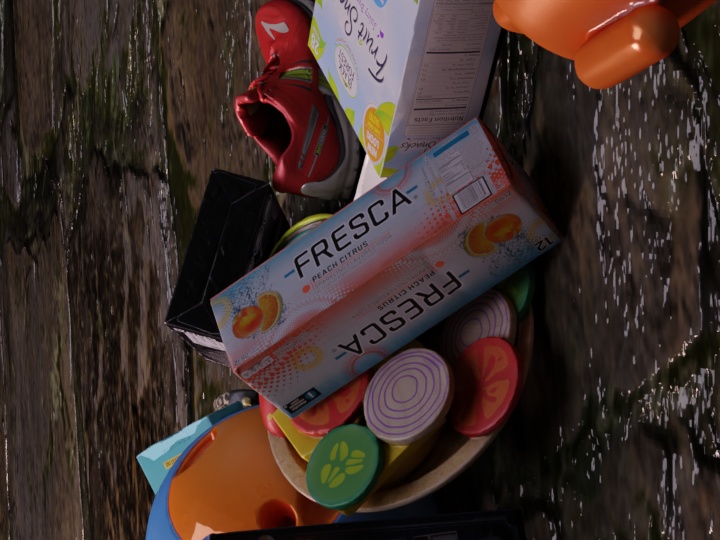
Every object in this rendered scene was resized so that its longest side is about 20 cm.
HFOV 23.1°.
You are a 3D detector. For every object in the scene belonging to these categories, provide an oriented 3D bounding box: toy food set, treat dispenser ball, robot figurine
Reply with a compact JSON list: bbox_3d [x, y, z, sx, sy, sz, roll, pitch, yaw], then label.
[{"bbox_3d":[0.021,0.054,1.076,0.200,0.049,0.198,-45,44,3],"label":"toy food set"},{"bbox_3d":[-0.044,0.187,1.181,0.201,0.200,0.201,178,90,-70],"label":"treat dispenser ball"},{"bbox_3d":[0.127,-0.169,0.805,0.117,0.144,0.200,47,157,-3],"label":"robot figurine"}]

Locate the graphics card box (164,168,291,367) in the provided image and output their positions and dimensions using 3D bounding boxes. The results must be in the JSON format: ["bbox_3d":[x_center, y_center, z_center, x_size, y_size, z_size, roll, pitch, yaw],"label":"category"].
[{"bbox_3d":[-0.099,0.004,1.382,0.200,0.051,0.126,69,-143,-78],"label":"graphics card box"}]

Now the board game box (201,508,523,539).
[{"bbox_3d":[0.009,0.216,1.041,0.035,0.200,0.136,130,134,-61],"label":"board game box"}]

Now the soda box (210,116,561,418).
[{"bbox_3d":[0.013,0.000,1.034,0.068,0.200,0.064,44,-162,-45],"label":"soda box"}]

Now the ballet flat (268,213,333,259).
[{"bbox_3d":[-0.041,0.002,1.369,0.200,0.067,0.067,111,172,-51],"label":"ballet flat"}]

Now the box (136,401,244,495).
[{"bbox_3d":[-0.088,0.209,1.351,0.082,0.049,0.200,-30,85,29],"label":"box"}]

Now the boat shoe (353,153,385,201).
[{"bbox_3d":[0.000,0.000,1.234,0.071,0.069,0.200,-132,44,-63],"label":"boat shoe"}]

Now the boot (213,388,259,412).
[{"bbox_3d":[-0.079,0.170,1.470,0.204,0.073,0.154,150,119,-66],"label":"boot"}]

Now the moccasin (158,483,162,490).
[{"bbox_3d":[-0.097,0.245,1.298,0.078,0.074,0.202,-5,89,37],"label":"moccasin"}]

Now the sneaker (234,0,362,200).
[{"bbox_3d":[-0.058,-0.139,1.357,0.077,0.085,0.200,112,148,-46],"label":"sneaker"}]

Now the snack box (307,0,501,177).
[{"bbox_3d":[0.032,-0.187,1.134,0.169,0.068,0.200,-117,30,-48],"label":"snack box"}]
